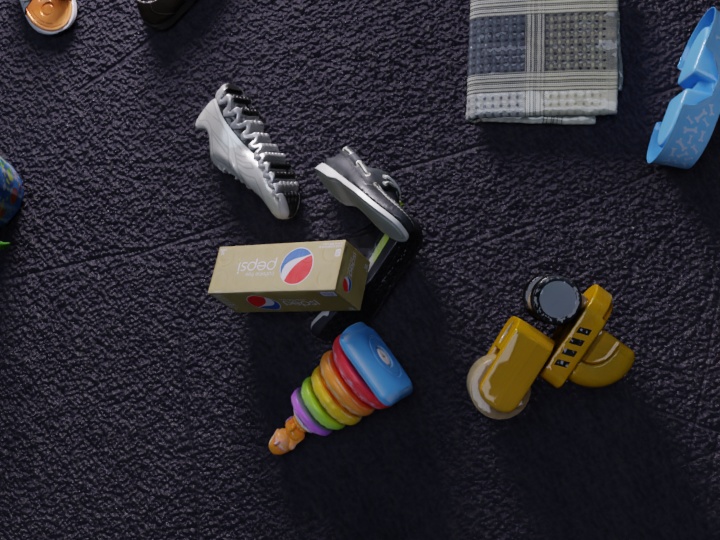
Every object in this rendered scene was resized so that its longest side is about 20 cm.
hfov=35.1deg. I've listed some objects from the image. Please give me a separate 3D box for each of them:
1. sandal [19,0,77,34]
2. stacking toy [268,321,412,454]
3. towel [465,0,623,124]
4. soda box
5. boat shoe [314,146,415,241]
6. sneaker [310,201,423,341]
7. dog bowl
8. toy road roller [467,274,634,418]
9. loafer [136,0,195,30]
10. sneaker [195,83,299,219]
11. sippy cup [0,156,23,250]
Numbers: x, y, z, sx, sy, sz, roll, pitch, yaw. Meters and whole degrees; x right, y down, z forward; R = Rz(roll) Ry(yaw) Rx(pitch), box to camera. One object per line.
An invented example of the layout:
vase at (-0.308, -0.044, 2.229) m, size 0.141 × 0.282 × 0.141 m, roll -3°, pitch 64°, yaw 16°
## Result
sandal at (-0.465, -0.432, 1.609) m, size 0.078 × 0.059 × 0.209 m, roll -21°, pitch 78°, yaw 8°
stacking toy at (-0.042, 0.165, 1.424) m, size 0.200 × 0.116 × 0.110 m, roll -40°, pitch 81°, yaw 18°
towel at (0.236, -0.282, 1.461) m, size 0.198 × 0.035 × 0.195 m, roll 0°, pitch 79°, yaw 14°
soda box at (-0.091, 0.009, 1.425) m, size 0.198 × 0.064 × 0.068 m, roll -2°, pitch 65°, yaw 32°
boat shoe at (0.014, -0.102, 1.420) m, size 0.060 × 0.076 × 0.200 m, roll -41°, pitch 45°, yaw -8°
sneaker at (0.000, 0.000, 1.457) m, size 0.200 × 0.072 × 0.083 m, roll -49°, pitch 52°, yaw 0°
dog bowl at (0.408, -0.215, 1.375) m, size 0.049 × 0.111 × 0.202 m, roll 21°, pitch 86°, yaw 1°
toy road roller at (0.231, 0.105, 1.351) m, size 0.145 × 0.123 × 0.201 m, roll 35°, pitch 91°, yaw 2°
loafer at (-0.232, -0.417, 1.552) m, size 0.073 × 0.071 × 0.201 m, roll 38°, pitch 91°, yaw 14°
sneaker at (-0.148, -0.145, 1.502) m, size 0.081 × 0.075 × 0.201 m, roll -36°, pitch 74°, yaw 19°
sippy cup at (-0.526, -0.115, 1.538) m, size 0.138 × 0.130 × 0.180 m, roll 8°, pitch 84°, yaw 12°
